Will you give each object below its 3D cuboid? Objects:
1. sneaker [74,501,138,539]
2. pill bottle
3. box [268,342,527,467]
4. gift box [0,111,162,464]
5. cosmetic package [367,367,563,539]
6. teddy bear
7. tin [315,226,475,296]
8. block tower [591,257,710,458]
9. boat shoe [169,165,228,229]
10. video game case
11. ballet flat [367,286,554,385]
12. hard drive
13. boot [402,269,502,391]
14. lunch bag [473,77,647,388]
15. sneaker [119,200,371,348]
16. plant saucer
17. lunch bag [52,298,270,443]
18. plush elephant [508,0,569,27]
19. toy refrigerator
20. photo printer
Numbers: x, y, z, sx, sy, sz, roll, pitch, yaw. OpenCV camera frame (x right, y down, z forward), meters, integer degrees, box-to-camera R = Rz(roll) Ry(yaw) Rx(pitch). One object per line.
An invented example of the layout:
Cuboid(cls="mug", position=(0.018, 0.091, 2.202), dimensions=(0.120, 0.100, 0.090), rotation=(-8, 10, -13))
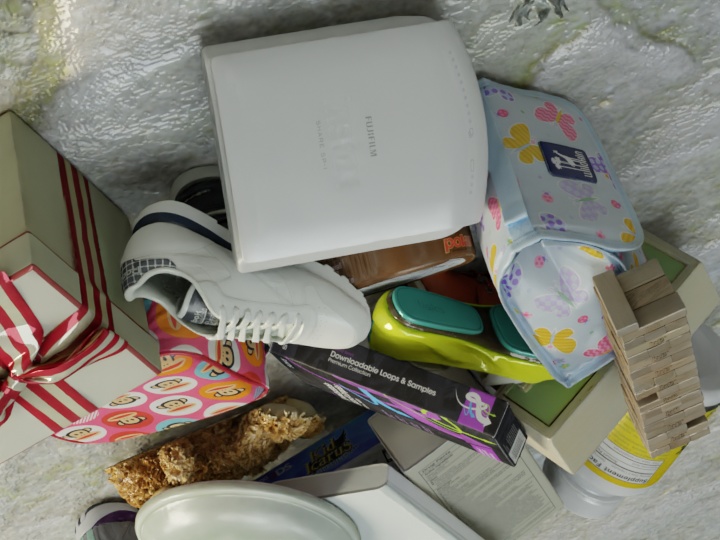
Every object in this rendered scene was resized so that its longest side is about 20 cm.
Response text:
Cuboid(cls="sneaker", position=(-0.165, 0.269, 1.854), dimensions=(0.199, 0.088, 0.075), rotation=(3, 136, -21))
Cuboid(cls="pill bottle", position=(0.246, 0.135, 1.824), dimensions=(0.111, 0.112, 0.200), rotation=(9, 134, -26))
Cuboid(cls="box", position=(0.033, 0.100, 1.631), dimensions=(0.199, 0.036, 0.143), rotation=(22, 171, 16))
Cuboid(cls="gift box", position=(-0.277, 0.021, 1.466), dimensions=(0.184, 0.188, 0.200), rotation=(-33, 138, 18))
Cuboid(cls="cosmetic package", position=(0.097, 0.173, 1.783), dimensions=(0.103, 0.073, 0.200), rotation=(-36, 139, -2))
Cuboid(cls="teddy bear", position=(-0.122, 0.166, 1.749), dimensions=(0.199, 0.067, 0.145), rotation=(-22, 177, -2))
Cuboid(cls="tin", position=(0.000, 0.000, 1.581), dimensions=(0.199, 0.042, 0.112), rotation=(-18, 171, 35))
Cuboid(cls="block tower", position=(0.226, 0.070, 1.537), dimensions=(0.057, 0.054, 0.200), rotation=(-24, 143, 1))
Cuboid(cls="boat shoe", position=(-0.051, -0.037, 1.572), dimensions=(0.198, 0.061, 0.076), rotation=(-1, 137, -17))
Cuboid(cls="video game case", position=(0.001, 0.214, 1.849), dimensions=(0.199, 0.046, 0.182), rotation=(-31, 139, -5))
Cuboid(cls="ballet flat", position=(0.095, 0.061, 1.630), dimensions=(0.199, 0.067, 0.067), rotation=(12, 129, -23))
Cuboid(cls="hard drive", position=(0.027, 0.232, 1.765), dimensions=(0.131, 0.026, 0.200), rotation=(-13, 143, 34))
Cuboid(cls="boot", position=(0.105, 0.022, 1.695), dimensions=(0.107, 0.075, 0.200), rotation=(-47, 128, 4))
Cuboid(cls="lunch bag", position=(0.150, -0.036, 1.554), dimensions=(0.127, 0.170, 0.200), rotation=(-28, 139, 13))
Cuboid(cls="sneaker", position=(-0.087, 0.024, 1.502), dimensions=(0.199, 0.081, 0.077), rotation=(21, 132, -12))
Cuboid(cls="plant saucer", position=(-0.100, 0.248, 1.739), dimensions=(0.198, 0.051, 0.201), rotation=(3, 147, 2))
Cuboid(cls="lunch bag", position=(-0.174, 0.083, 1.613), dimensions=(0.199, 0.083, 0.176), rotation=(-17, 154, 24))
Cuboid(cls="plush elephant", position=(0.085, -0.266, 1.298), dimensions=(0.164, 0.201, 0.155), rotation=(-22, 121, 18))
Cuboid(cls="toy refrigerator", position=(0.207, 0.065, 1.691), dimensions=(0.200, 0.076, 0.070), rotation=(-48, 139, -9))
Cuboid(cls="photo printer", position=(-0.006, -0.096, 1.457), dimensions=(0.198, 0.069, 0.168), rotation=(-9, 96, -8))
